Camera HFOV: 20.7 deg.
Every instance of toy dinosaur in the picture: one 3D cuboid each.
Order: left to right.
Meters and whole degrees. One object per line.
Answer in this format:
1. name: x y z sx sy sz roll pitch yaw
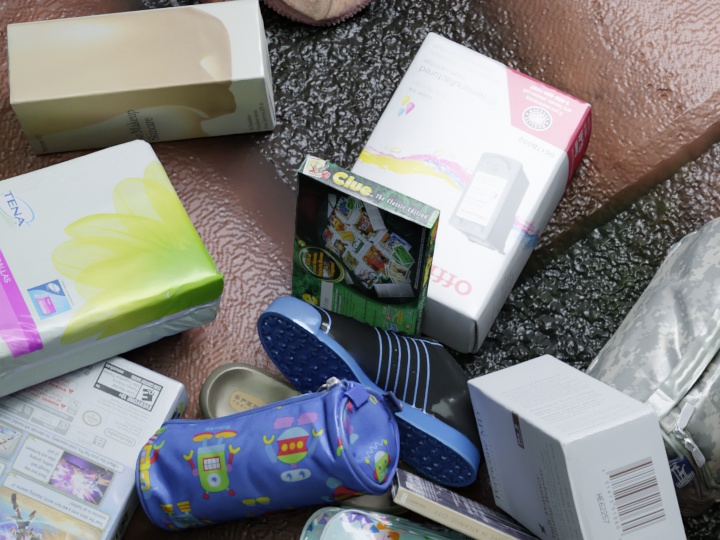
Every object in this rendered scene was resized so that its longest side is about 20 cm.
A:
1. toy dinosaur: -0.061 -0.239 1.597 0.199 0.086 0.136 24 82 -6

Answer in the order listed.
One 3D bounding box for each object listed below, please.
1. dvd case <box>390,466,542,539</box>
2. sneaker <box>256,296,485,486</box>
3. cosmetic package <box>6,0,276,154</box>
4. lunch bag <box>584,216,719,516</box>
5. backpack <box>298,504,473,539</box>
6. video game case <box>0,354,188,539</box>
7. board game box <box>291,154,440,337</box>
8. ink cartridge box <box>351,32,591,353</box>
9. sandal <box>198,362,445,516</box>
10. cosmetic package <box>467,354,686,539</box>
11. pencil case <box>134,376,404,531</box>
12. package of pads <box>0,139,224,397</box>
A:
1. dvd case: 0.114 0.189 1.374 0.199 0.149 0.016 24 89 0
2. sneaker: 0.017 0.073 1.444 0.200 0.070 0.078 38 51 -9
3. cosmetic package: -0.171 -0.151 1.553 0.198 0.105 0.072 -7 69 2
4. lunch bag: 0.247 0.065 1.420 0.139 0.168 0.200 35 75 14
5. backpack: 0.038 0.262 1.373 0.199 0.151 0.179 16 70 3
6. video game case: -0.256 0.133 1.481 0.199 0.046 0.182 22 70 10
7. board game box: 0.000 0.000 1.438 0.104 0.200 0.024 22 58 9
8. ink cartridge box: 0.071 -0.060 1.519 0.147 0.086 0.201 25 71 11
9. sandal: -0.030 0.123 1.469 0.199 0.054 0.081 25 73 7
10. cosmetic package: 0.142 0.129 1.339 0.074 0.200 0.102 -17 101 -14
11. pencil case: -0.067 0.132 1.411 0.199 0.078 0.087 -15 90 30
12. package of pads: -0.222 -0.006 1.489 0.199 0.068 0.155 -18 58 -20
